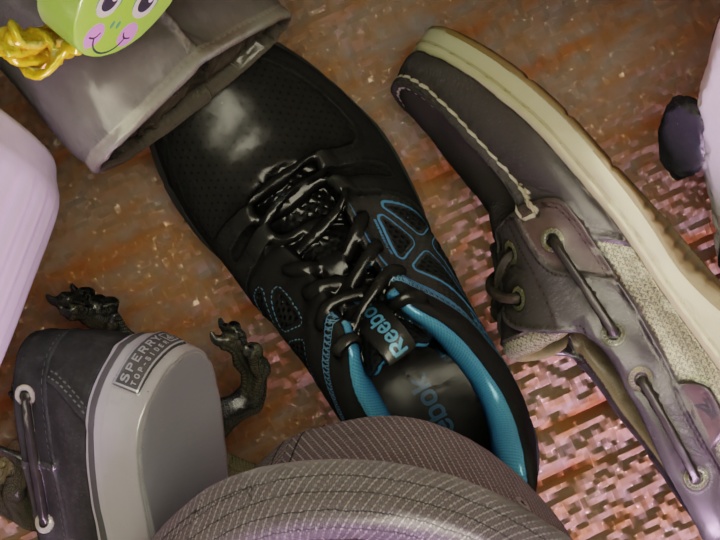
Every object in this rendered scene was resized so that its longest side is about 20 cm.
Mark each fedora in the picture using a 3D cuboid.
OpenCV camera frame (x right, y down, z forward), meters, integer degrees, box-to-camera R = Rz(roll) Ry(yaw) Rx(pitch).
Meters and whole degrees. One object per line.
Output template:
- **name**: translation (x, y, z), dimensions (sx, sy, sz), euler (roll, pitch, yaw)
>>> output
- **fedora**: translation (0.019, 0.122, 0.795), dimensions (0.176, 0.091, 0.200), euler (-34, 110, 28)

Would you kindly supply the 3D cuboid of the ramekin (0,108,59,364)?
- **ramekin**: translation (-0.183, -0.033, 0.784), dimensions (0.201, 0.202, 0.095), euler (29, 83, -3)

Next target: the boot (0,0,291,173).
- **boot**: translation (-0.139, -0.111, 0.792), dimensions (0.181, 0.072, 0.201), euler (-35, 92, -33)

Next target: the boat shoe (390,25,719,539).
- **boat shoe**: translation (0.074, 0.006, 0.852), dimensions (0.066, 0.072, 0.201), euler (-42, 82, -6)

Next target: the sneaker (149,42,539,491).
- **sneaker**: translation (0.000, 0.000, 0.853), dimensions (0.073, 0.082, 0.200), euler (-37, 91, -3)

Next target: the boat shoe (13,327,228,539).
- **boat shoe**: translation (-0.076, 0.105, 0.836), dimensions (0.056, 0.069, 0.201), euler (12, 120, 24)

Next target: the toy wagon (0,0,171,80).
- **toy wagon**: translation (-0.037, -0.132, 0.714), dimensions (0.040, 0.155, 0.201), euler (39, 110, 20)

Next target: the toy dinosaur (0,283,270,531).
- **toy dinosaur**: translation (-0.070, 0.057, 0.866), dimensions (0.198, 0.047, 0.089), euler (6, 106, -5)

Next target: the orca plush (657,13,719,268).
- **orca plush**: translation (0.167, -0.020, 0.852), dimensions (0.071, 0.105, 0.201), euler (-36, 115, -32)
